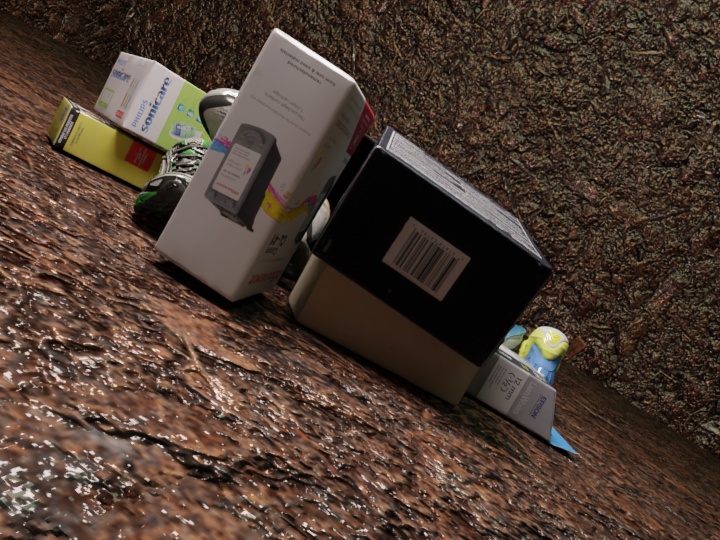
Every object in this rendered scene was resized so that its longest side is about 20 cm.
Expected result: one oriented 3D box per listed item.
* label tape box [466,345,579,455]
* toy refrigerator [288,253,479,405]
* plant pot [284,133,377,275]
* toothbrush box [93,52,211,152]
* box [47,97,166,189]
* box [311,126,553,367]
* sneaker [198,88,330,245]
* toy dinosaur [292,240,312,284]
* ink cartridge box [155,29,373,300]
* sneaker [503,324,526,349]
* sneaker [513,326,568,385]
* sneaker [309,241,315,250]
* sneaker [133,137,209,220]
[{"bbox_3d":[0.188,0.140,0.874,0.197,0.067,0.143,30,6,-3],"label":"label tape box"},{"bbox_3d":[0.028,0.056,0.710,0.197,0.071,0.076,29,6,-17],"label":"toy refrigerator"},{"bbox_3d":[-0.068,-0.096,0.956,0.175,0.204,0.198,21,-1,40],"label":"plant pot"},{"bbox_3d":[-0.216,-0.183,0.869,0.198,0.088,0.145,29,1,-40],"label":"toothbrush box"},{"bbox_3d":[-0.270,-0.132,0.825,0.198,0.051,0.075,29,4,-35],"label":"box"},{"bbox_3d":[0.071,-0.035,0.704,0.198,0.124,0.199,34,17,-5],"label":"box"},{"bbox_3d":[-0.111,-0.109,0.753,0.201,0.075,0.088,49,35,-12],"label":"sneaker"},{"bbox_3d":[-0.027,0.016,0.783,0.197,0.101,0.079,6,67,-49],"label":"toy dinosaur"},{"bbox_3d":[-0.077,-0.085,0.608,0.084,0.203,0.148,30,6,5],"label":"ink cartridge box"},{"bbox_3d":[0.214,0.116,1.094,0.075,0.083,0.200,23,0,10],"label":"sneaker"},{"bbox_3d":[0.258,0.167,1.047,0.074,0.106,0.202,22,-27,15],"label":"sneaker"},{"bbox_3d":[0.000,0.000,1.038,0.198,0.082,0.088,33,13,5],"label":"sneaker"},{"bbox_3d":[-0.189,-0.097,0.716,0.076,0.088,0.200,8,9,-12],"label":"sneaker"}]
